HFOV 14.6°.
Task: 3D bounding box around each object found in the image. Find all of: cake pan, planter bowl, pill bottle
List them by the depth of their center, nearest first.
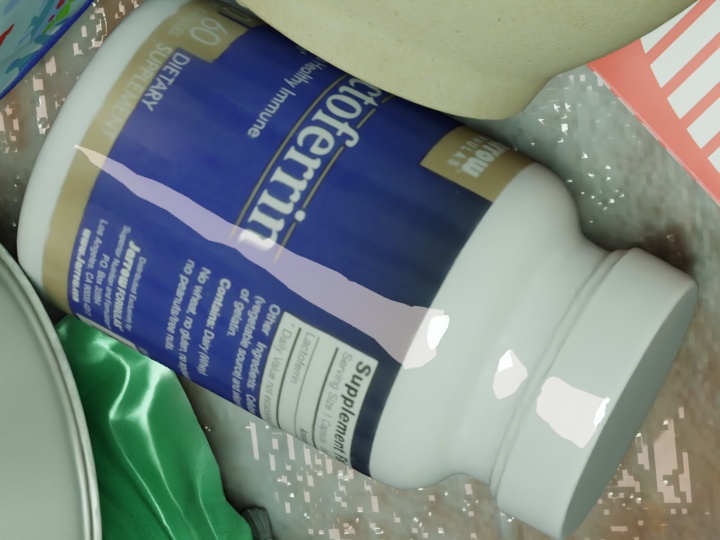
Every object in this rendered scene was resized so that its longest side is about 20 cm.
[{"bbox_3d":[0.028,-0.130,0.820,0.200,0.200,0.135,35,111,10],"label":"planter bowl"},{"bbox_3d":[0.000,0.000,0.905,0.200,0.116,0.116,27,109,12],"label":"pill bottle"},{"bbox_3d":[-0.156,0.077,0.942,0.200,0.037,0.201,10,103,50],"label":"cake pan"}]

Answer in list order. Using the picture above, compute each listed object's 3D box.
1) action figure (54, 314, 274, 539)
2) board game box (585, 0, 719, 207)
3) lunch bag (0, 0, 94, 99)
[{"bbox_3d":[-0.061,0.114,0.985,0.118,0.055,0.200,-41,88,21],"label":"action figure"},{"bbox_3d":[0.192,-0.079,0.855,0.152,0.046,0.200,47,112,5],"label":"board game box"},{"bbox_3d":[-0.123,-0.114,0.902,0.082,0.161,0.200,46,114,0],"label":"lunch bag"}]
